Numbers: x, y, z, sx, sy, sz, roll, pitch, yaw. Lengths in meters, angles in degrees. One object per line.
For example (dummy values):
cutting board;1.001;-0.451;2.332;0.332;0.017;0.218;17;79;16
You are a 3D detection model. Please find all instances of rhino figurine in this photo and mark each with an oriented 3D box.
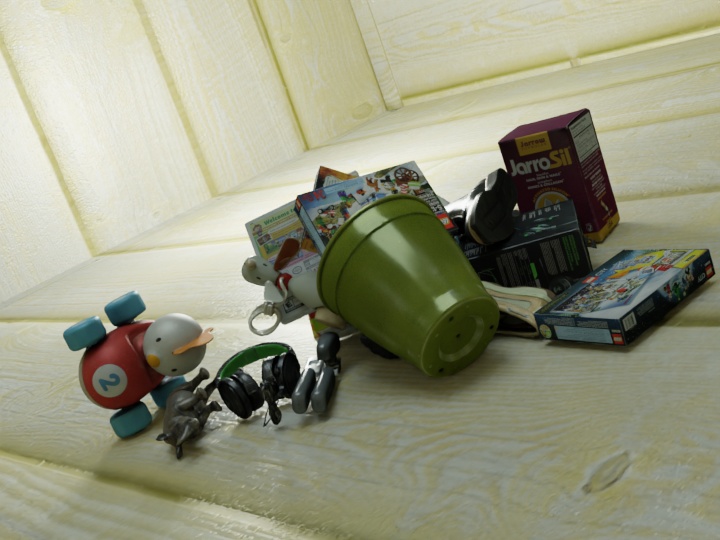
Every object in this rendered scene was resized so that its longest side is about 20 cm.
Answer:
rhino figurine;-0.244;0.206;1.389;0.087;0.060;0.200;-39;14;7

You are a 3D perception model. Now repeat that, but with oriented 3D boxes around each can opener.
can opener;-0.062;0.143;1.370;0.052;0.067;0.200;-5;16;7

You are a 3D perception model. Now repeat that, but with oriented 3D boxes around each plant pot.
plant pot;0.077;0.033;1.291;0.200;0.201;0.193;-26;47;-22

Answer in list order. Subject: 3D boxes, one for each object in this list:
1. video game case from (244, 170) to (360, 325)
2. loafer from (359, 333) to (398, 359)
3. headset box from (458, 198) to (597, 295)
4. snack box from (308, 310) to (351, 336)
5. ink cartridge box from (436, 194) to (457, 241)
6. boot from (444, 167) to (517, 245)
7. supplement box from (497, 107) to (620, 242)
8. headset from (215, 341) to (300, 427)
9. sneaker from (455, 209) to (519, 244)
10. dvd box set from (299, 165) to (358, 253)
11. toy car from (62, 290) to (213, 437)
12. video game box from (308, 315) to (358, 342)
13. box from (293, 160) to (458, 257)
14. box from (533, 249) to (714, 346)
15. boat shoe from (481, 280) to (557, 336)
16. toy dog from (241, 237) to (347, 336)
video game case;-0.062;-0.037;1.516;0.199;0.183;0.022;-25;-22;6
loafer;0.081;0.060;1.454;0.070;0.068;0.200;18;42;41
headset box;0.254;-0.023;1.479;0.199;0.093;0.174;-17;15;13
snack box;0.000;0.000;1.528;0.199;0.143;0.053;-25;-20;4
ink cartridge box;0.087;-0.054;1.703;0.145;0.084;0.200;35;42;20
boot;0.159;-0.068;1.484;0.138;0.078;0.200;-30;10;30
supplement box;0.328;-0.146;1.609;0.131;0.201;0.103;-10;18;38
headset;-0.143;0.152;1.384;0.123;0.094;0.200;-23;29;-7
sneaker;0.234;-0.059;1.695;0.199;0.082;0.073;-8;-6;-39
dvd box set;0.018;-0.068;1.466;0.029;0.199;0.147;118;166;-53
toy car;-0.308;0.126;1.478;0.200;0.185;0.177;-18;13;38
video game box;-0.001;0.001;1.581;0.199;0.183;0.047;-19;-22;6
box;0.023;-0.074;1.419;0.199;0.137;0.038;-19;-27;-23
box;0.339;0.030;1.255;0.200;0.038;0.136;-30;17;-32
boat shoe;0.175;0.060;1.351;0.200;0.072;0.076;-4;33;46
toy dog;-0.091;0.019;1.440;0.199;0.132;0.096;-4;-21;13
